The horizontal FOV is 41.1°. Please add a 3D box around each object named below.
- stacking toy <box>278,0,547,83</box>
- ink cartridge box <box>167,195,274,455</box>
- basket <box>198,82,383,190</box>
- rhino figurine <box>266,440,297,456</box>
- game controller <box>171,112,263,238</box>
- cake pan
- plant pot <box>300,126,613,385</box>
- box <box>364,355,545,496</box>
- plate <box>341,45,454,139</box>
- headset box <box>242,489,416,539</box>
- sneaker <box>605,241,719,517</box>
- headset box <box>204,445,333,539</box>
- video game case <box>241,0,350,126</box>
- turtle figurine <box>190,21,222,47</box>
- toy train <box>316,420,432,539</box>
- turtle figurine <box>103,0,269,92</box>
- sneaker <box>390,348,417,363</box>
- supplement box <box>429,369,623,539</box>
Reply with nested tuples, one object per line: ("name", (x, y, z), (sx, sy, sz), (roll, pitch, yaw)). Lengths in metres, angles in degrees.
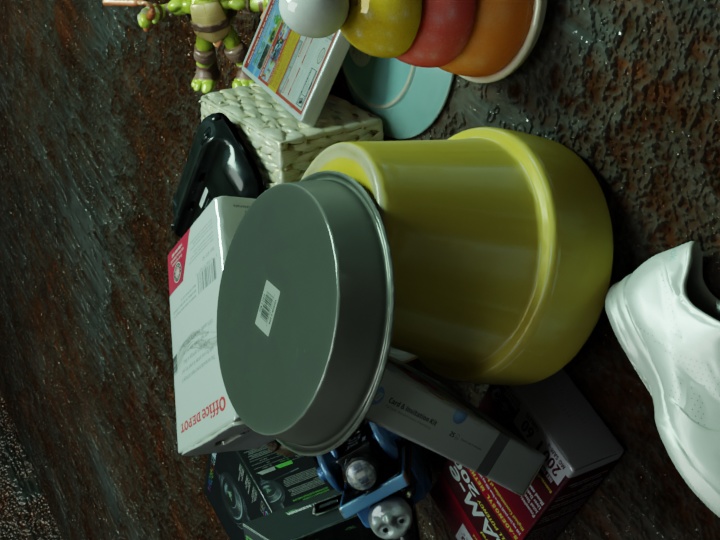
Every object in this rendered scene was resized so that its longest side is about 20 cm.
("stacking toy", (0.030, -0.207, 0.729), (0.146, 0.199, 0.147), (28, 125, 49))
("ink cartridge box", (-0.111, 0.055, 0.871), (0.145, 0.083, 0.201), (-35, 57, 54))
("basket", (-0.070, -0.113, 0.989), (0.200, 0.135, 0.124), (36, 135, 48))
("rhino figurine", (-0.039, 0.109, 0.967), (0.060, 0.200, 0.087), (40, 130, -5))
("game controller", (-0.148, -0.070, 0.981), (0.105, 0.042, 0.200), (52, 147, 11))
("cake pan", (-0.048, 0.028, 0.671), (0.200, 0.037, 0.202), (-14, 73, 55))
("plant pot", (0.055, -0.018, 0.729), (0.200, 0.188, 0.202), (-16, 70, 53))
("box", (0.031, 0.097, 0.756), (0.041, 0.199, 0.156), (-60, 35, 0))
("plate", (0.022, -0.224, 0.910), (0.200, 0.025, 0.202), (30, 128, 50))
("headset box", (-0.024, 0.345, 1.069), (0.093, 0.173, 0.202), (4, 104, 59))
("sneaker", (0.240, 0.075, 0.632), (0.089, 0.075, 0.201), (-46, 61, 42))
("headset box", (-0.119, 0.307, 1.275), (0.200, 0.092, 0.175), (52, 142, 34))
("video game case", (-0.057, -0.239, 0.953), (0.144, 0.017, 0.200), (-64, 32, 14))
("turtle figurine", (-0.186, -0.381, 1.148), (0.161, 0.064, 0.200), (46, 148, 15))
("toy train", (0.019, 0.190, 0.934), (0.115, 0.086, 0.200), (58, -175, -4))
("turtle figurine", (-0.178, -0.281, 1.095), (0.162, 0.198, 0.065), (82, 178, -51))
("sneaker", (0.000, 0.000, 0.967), (0.200, 0.076, 0.088), (44, 164, 29))
("supplement box", (0.138, 0.178, 0.844), (0.109, 0.061, 0.201), (56, 145, 33))
